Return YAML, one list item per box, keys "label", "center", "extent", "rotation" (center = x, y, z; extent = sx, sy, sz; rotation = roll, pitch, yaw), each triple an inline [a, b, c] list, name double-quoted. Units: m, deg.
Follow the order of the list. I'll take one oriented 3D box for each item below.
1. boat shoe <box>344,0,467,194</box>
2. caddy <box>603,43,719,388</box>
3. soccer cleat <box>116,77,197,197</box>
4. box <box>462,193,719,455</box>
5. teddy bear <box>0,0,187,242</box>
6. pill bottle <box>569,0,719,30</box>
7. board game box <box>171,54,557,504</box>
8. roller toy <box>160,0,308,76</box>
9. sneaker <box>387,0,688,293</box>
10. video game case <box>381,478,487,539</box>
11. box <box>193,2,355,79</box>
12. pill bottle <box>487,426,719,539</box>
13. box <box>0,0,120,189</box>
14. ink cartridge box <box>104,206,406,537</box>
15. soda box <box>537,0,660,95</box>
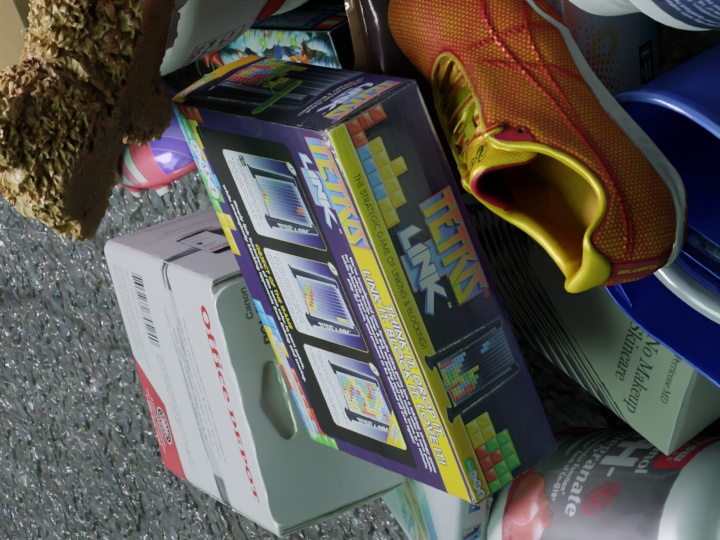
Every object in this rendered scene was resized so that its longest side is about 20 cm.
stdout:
- label: "boat shoe"
  center: [0.027, -0.131, 1.340]
  extent: [0.070, 0.070, 0.201]
  rotation: [-12, 81, 14]
- label: "caddy"
  center: [0.183, -0.011, 1.231]
  extent: [0.200, 0.105, 0.142]
  rotation: [38, 142, 26]
- label: "soccer cleat"
  center: [-0.134, -0.098, 1.561]
  extent: [0.077, 0.066, 0.200]
  rotation: [63, 170, -22]
- label: "box"
  center: [0.111, -0.004, 1.363]
  extent: [0.200, 0.068, 0.082]
  rotation: [39, 143, 26]
- label: "teddy bear"
  center: [-0.123, -0.116, 1.254]
  extent: [0.066, 0.201, 0.145]
  rotation: [19, 179, 18]
- label: "pill bottle"
  center: [0.166, -0.161, 1.122]
  extent: [0.200, 0.111, 0.111]
  rotation: [-6, 113, 53]
- label: "board game box"
  center: [0.000, 0.000, 1.293]
  extent: [0.165, 0.057, 0.201]
  rotation: [15, 132, 58]
- label: "roller toy"
  center: [-0.110, -0.199, 1.409]
  extent: [0.200, 0.139, 0.183]
  rotation: [30, 137, 39]
- label: "sneaker"
  center: [0.068, -0.071, 1.212]
  extent: [0.200, 0.077, 0.073]
  rotation: [49, 137, 34]
- label: "video game case"
  center: [0.014, 0.051, 1.448]
  extent: [0.200, 0.022, 0.183]
  rotation: [53, 153, 40]
- label: "box"
  center: [-0.018, -0.054, 1.512]
  extent: [0.137, 0.040, 0.201]
  rotation: [8, 124, 50]
- label: "pill bottle"
  center: [0.167, 0.139, 1.373]
  extent: [0.199, 0.111, 0.111]
  rotation: [0, 118, 52]
- label: "box"
  center: [-0.207, -0.147, 1.477]
  extent: [0.163, 0.021, 0.200]
  rotation: [44, 162, 34]
- label: "ink cartridge box"
  center: [-0.061, 0.050, 1.494]
  extent: [0.200, 0.082, 0.148]
  rotation: [18, 125, 67]
- label: "soda box"
  center: [0.091, -0.170, 1.250]
  extent: [0.063, 0.068, 0.201]
  rotation: [24, 134, 40]
